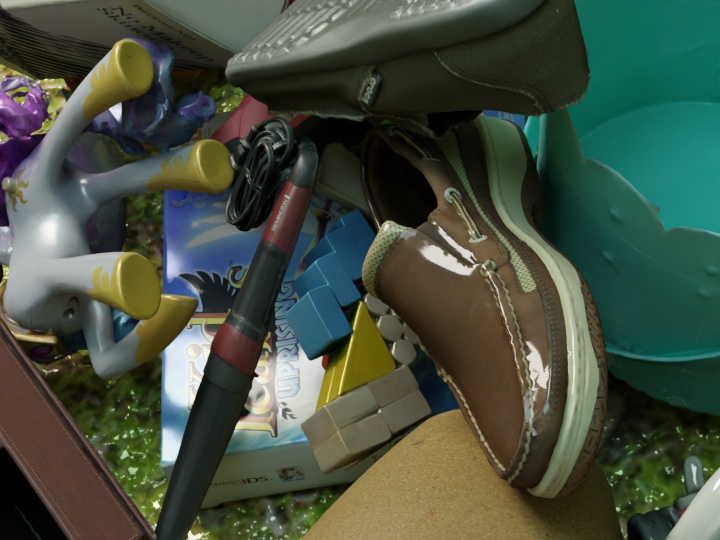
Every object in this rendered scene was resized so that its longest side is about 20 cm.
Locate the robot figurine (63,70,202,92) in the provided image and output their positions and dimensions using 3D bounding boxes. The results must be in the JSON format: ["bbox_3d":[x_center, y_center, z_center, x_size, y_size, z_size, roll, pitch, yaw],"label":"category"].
[{"bbox_3d":[-0.086,-0.169,0.997,0.199,0.058,0.145,-31,54,-7],"label":"robot figurine"}]

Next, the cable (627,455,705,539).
[{"bbox_3d":[0.142,0.162,0.675,0.050,0.097,0.201,-19,54,6],"label":"cable"}]

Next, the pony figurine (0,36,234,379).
[{"bbox_3d":[-0.146,-0.027,0.842,0.199,0.166,0.194,-24,61,43],"label":"pony figurine"}]

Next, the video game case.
[{"bbox_3d":[-0.002,0.002,0.861,0.180,0.046,0.201,-11,54,9],"label":"video game case"}]

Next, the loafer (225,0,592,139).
[{"bbox_3d":[0.016,-0.079,0.720,0.075,0.070,0.200,-44,23,-22],"label":"loafer"}]

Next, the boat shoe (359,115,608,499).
[{"bbox_3d":[0.035,0.009,0.698,0.074,0.075,0.203,8,32,-15],"label":"boat shoe"}]

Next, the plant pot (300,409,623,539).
[{"bbox_3d":[0.033,0.152,0.678,0.185,0.187,0.200,5,40,18],"label":"plant pot"}]

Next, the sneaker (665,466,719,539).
[{"bbox_3d":[0.188,0.089,0.676,0.199,0.075,0.085,-11,51,-50],"label":"sneaker"}]

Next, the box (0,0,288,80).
[{"bbox_3d":[-0.122,-0.137,0.863,0.199,0.082,0.069,4,74,50],"label":"box"}]

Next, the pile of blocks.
[{"bbox_3d":[0.000,0.000,0.789,0.082,0.062,0.201,30,54,-14],"label":"pile of blocks"}]

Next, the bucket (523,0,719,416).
[{"bbox_3d":[0.163,-0.047,0.770,0.205,0.135,0.208,2,54,-2],"label":"bucket"}]

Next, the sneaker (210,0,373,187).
[{"bbox_3d":[-0.004,-0.121,0.840,0.200,0.074,0.087,-42,75,11],"label":"sneaker"}]

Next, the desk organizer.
[{"bbox_3d":[-0.184,0.063,0.779,0.077,0.072,0.200,-29,79,-45],"label":"desk organizer"}]

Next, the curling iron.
[{"bbox_3d":[-0.055,0.032,0.776,0.025,0.201,0.050,9,13,-27],"label":"curling iron"}]
